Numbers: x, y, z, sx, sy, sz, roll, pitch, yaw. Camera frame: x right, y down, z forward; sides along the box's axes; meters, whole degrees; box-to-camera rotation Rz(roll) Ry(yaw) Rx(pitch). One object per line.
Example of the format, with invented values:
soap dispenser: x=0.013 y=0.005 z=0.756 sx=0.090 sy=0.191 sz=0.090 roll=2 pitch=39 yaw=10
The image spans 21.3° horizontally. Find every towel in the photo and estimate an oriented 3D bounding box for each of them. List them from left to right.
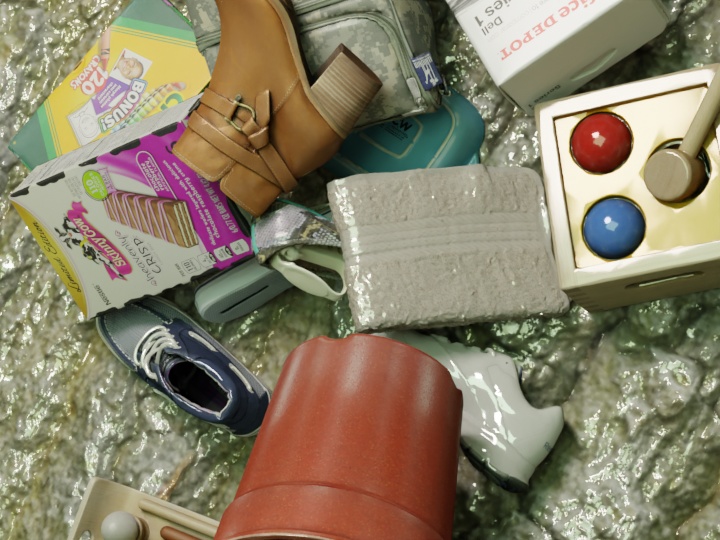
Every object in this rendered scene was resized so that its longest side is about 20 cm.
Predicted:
towel: x=0.076 y=-0.018 z=1.570 sx=0.199 sy=0.034 sz=0.133 roll=-5 pitch=74 yaw=-22

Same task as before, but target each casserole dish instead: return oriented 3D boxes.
casserole dish: x=0.015 y=-0.131 z=1.676 sx=0.200 sy=0.039 sz=0.121 roll=36 pitch=92 yaw=22

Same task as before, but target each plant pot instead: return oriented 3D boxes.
plant pot: x=-0.008 y=0.168 z=1.465 sx=0.200 sy=0.201 sz=0.196 roll=-1 pitch=52 yaw=20

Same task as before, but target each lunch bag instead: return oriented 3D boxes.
lunch bag: x=-0.033 y=-0.194 z=1.619 sx=0.199 sy=0.139 sz=0.169 roll=-15 pitch=92 yaw=18

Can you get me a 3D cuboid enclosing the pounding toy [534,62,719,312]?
pounding toy: x=0.247 y=-0.086 z=1.523 sx=0.199 sy=0.142 sz=0.185 roll=-12 pitch=75 yaw=18

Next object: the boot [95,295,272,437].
boot: x=-0.165 y=0.072 z=1.667 sx=0.200 sy=0.090 sz=0.073 roll=30 pitch=90 yaw=23

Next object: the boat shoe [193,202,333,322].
boat shoe: x=-0.065 y=-0.024 z=1.664 sx=0.199 sy=0.072 sz=0.062 roll=-27 pitch=65 yaw=14

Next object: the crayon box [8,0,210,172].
crayon box: x=-0.211 y=-0.145 z=1.750 sx=0.119 sy=0.058 sz=0.200 roll=43 pitch=95 yaw=23

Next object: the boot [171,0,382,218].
boot: x=-0.100 y=-0.154 z=1.533 sx=0.200 sy=0.077 sz=0.155 roll=42 pitch=102 yaw=-10

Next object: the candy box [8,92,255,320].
candy box: x=-0.185 y=-0.052 z=1.642 sx=0.199 sy=0.061 sz=0.137 roll=-20 pitch=110 yaw=31

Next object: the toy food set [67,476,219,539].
toy food set: x=-0.170 y=0.275 z=1.638 sx=0.199 sy=0.060 sz=0.144 roll=17 pitch=84 yaw=25

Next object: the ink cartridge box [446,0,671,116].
ink cartridge box: x=0.139 y=-0.251 z=1.563 sx=0.146 sy=0.084 sz=0.201 roll=-35 pitch=65 yaw=13

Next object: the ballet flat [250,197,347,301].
ballet flat: x=0.000 y=0.000 z=1.591 sx=0.199 sy=0.072 sz=0.072 roll=16 pitch=82 yaw=-16

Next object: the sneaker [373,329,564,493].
sneaker: x=0.084 y=0.095 z=1.591 sx=0.200 sy=0.075 sz=0.087 roll=41 pitch=82 yaw=16
